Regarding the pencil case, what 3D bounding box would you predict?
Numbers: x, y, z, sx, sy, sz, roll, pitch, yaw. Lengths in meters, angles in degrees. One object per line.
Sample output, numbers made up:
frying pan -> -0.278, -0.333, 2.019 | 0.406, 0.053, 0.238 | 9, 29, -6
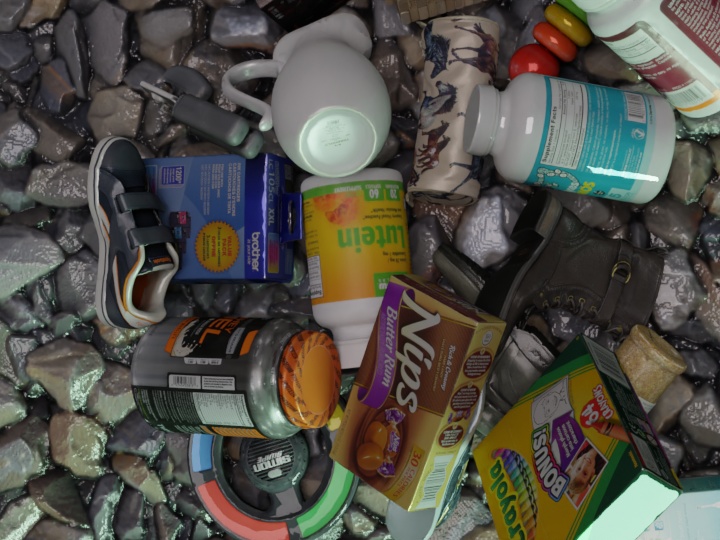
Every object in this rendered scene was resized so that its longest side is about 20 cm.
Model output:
pencil case -> 0.095, -0.166, 1.355 | 0.089, 0.078, 0.203 | 6, 89, 33

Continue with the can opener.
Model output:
can opener -> -0.167, -0.180, 1.380 | 0.199, 0.053, 0.067 | 27, 82, 45

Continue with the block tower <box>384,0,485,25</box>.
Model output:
block tower -> 0.119, -0.319, 1.343 | 0.198, 0.054, 0.058 | -16, 52, 1

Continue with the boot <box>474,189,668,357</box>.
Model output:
boot -> 0.217, 0.033, 1.291 | 0.173, 0.069, 0.201 | 31, 81, -17

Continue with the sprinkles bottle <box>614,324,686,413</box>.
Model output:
sprinkles bottle -> 0.243, 0.150, 1.296 | 0.068, 0.068, 0.201 | 40, 107, 11

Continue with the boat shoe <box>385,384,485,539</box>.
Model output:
boat shoe -> 0.082, 0.183, 1.331 | 0.070, 0.091, 0.202 | 22, 97, 16

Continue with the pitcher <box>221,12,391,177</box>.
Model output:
pitcher -> -0.058, -0.176, 1.316 | 0.170, 0.201, 0.122 | -15, 127, 3

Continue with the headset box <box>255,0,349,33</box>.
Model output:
headset box -> -0.024, -0.345, 1.351 | 0.199, 0.149, 0.075 | -33, 83, 8

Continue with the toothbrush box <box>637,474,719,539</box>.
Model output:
toothbrush box -> 0.321, 0.250, 1.255 | 0.197, 0.146, 0.086 | -6, 85, 10

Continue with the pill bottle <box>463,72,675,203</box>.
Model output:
pill bottle -> 0.207, -0.136, 1.288 | 0.197, 0.111, 0.112 | 9, 89, -6

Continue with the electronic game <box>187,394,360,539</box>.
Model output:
electronic game -> -0.094, 0.201, 1.395 | 0.197, 0.042, 0.203 | -1, 87, 11

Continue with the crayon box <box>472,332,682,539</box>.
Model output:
crayon box -> 0.195, 0.187, 1.199 | 0.058, 0.201, 0.173 | 29, 114, -24

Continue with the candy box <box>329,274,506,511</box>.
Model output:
candy box -> 0.054, 0.119, 1.255 | 0.116, 0.056, 0.202 | 29, 107, 37

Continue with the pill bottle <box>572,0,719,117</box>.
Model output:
pill bottle -> 0.294, -0.252, 1.254 | 0.199, 0.114, 0.115 | 36, 95, -25

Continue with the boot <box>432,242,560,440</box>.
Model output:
boot -> 0.113, 0.080, 1.349 | 0.131, 0.068, 0.200 | -43, 80, 12

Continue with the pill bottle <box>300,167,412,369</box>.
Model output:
pill bottle -> 0.000, 0.000, 1.349 | 0.110, 0.111, 0.203 | -7, 86, 11

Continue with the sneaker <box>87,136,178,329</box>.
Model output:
sneaker -> -0.232, -0.039, 1.335 | 0.079, 0.078, 0.203 | 3, 99, 37

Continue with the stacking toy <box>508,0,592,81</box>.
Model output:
stacking toy -> 0.229, -0.268, 1.336 | 0.085, 0.085, 0.201 | 38, 100, 11

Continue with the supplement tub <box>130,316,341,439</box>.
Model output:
supplement tub -> -0.127, 0.110, 1.321 | 0.198, 0.122, 0.124 | -1, 87, 28

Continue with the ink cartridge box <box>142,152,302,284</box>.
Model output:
ink cartridge box -> -0.146, -0.055, 1.386 | 0.198, 0.076, 0.138 | -1, 87, 20
